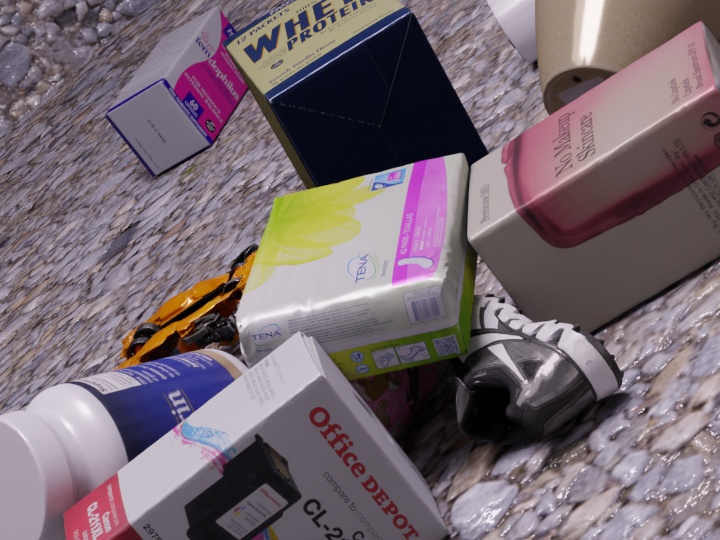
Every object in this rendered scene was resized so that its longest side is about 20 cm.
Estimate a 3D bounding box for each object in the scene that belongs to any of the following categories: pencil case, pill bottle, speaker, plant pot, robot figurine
[{"bbox_3d":[-0.008,0.095,1.433,0.083,0.087,0.200,-32,17,52],"label":"pencil case"},{"bbox_3d":[-0.165,0.127,1.410,0.199,0.117,0.115,-13,-3,-43],"label":"pill bottle"},{"bbox_3d":[0.215,-0.277,1.891,0.199,0.081,0.081,-34,19,15],"label":"speaker"},{"bbox_3d":[0.211,-0.203,1.620,0.187,0.187,0.201,-18,41,45],"label":"plant pot"},{"bbox_3d":[-0.131,0.047,1.767,0.199,0.058,0.145,-31,20,21],"label":"robot figurine"}]

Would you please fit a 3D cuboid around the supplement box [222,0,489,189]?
[{"bbox_3d":[0.005,-0.120,1.689,0.134,0.201,0.200,-31,24,-3],"label":"supplement box"}]

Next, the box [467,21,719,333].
[{"bbox_3d":[0.183,-0.058,1.404,0.199,0.109,0.128,-32,21,18],"label":"box"}]

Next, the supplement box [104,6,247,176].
[{"bbox_3d":[-0.216,-0.223,2.523,0.103,0.101,0.200,-26,23,31],"label":"supplement box"}]

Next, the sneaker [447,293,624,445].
[{"bbox_3d":[0.087,0.069,1.353,0.090,0.067,0.200,-41,21,-15],"label":"sneaker"}]

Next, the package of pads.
[{"bbox_3d":[0.000,0.000,1.407,0.153,0.069,0.200,-13,26,13],"label":"package of pads"}]

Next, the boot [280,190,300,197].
[{"bbox_3d":[-0.043,-0.015,1.622,0.070,0.201,0.147,-4,40,-7],"label":"boot"}]

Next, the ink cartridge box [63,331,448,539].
[{"bbox_3d":[-0.067,0.161,1.304,0.200,0.146,0.083,-38,20,2],"label":"ink cartridge box"}]
